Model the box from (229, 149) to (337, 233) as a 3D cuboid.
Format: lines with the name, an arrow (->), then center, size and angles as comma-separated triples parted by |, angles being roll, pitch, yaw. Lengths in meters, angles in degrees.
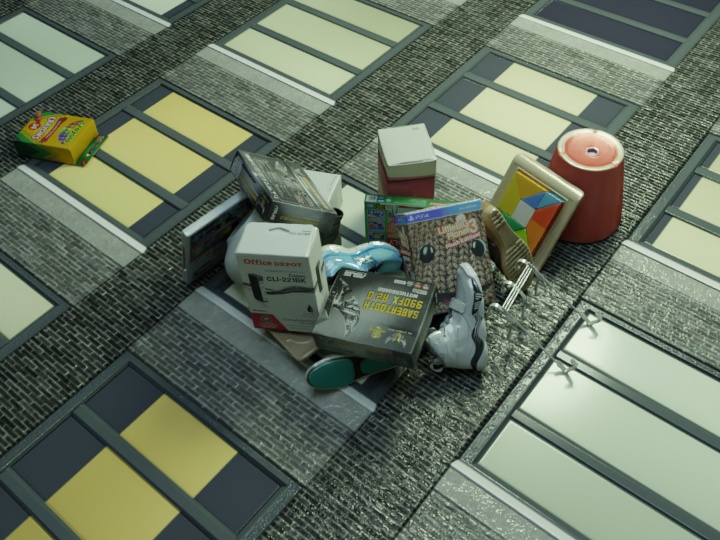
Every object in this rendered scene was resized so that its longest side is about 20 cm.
box -> -0.155, -0.159, 1.631 | 0.156, 0.049, 0.201 | 9, 31, -39

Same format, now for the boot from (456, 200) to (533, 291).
boot -> 0.277, -0.057, 1.708 | 0.072, 0.203, 0.166 | -31, 16, -12

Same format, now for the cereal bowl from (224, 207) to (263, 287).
cereal bowl -> -0.214, -0.068, 1.673 | 0.083, 0.199, 0.202 | 41, 50, -14

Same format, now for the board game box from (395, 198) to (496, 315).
board game box -> 0.167, -0.026, 1.608 | 0.156, 0.205, 0.097 | -12, 5, -8

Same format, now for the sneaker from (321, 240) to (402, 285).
sneaker -> 0.000, 0.000, 1.672 | 0.196, 0.079, 0.091 | -6, 49, -24

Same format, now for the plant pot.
plant pot -> 0.485, -0.192, 1.767 | 0.195, 0.180, 0.203 | -1, 47, 1

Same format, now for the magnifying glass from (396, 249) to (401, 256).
magnifying glass -> 0.112, -0.034, 1.720 | 0.195, 0.080, 0.023 | -1, 47, 17

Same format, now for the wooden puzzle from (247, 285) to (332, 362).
wooden puzzle -> -0.101, 0.088, 1.634 | 0.183, 0.047, 0.199 | -32, 48, -24

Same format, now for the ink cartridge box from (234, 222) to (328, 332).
ink cartridge box -> -0.142, 0.015, 1.534 | 0.141, 0.203, 0.085 | 3, 43, 11

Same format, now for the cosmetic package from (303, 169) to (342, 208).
cosmetic package -> -0.147, -0.166, 1.843 | 0.195, 0.086, 0.109 | 8, 45, 12

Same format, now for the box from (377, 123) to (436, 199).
box -> 0.098, -0.195, 1.775 | 0.106, 0.203, 0.129 | -8, 46, -6

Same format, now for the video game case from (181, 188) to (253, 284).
video game case -> -0.291, -0.078, 1.703 | 0.023, 0.183, 0.199 | 42, 60, 15

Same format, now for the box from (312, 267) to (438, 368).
box -> 0.029, 0.084, 1.507 | 0.196, 0.049, 0.160 | 10, 53, 21

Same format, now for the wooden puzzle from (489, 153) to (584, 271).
wooden puzzle -> 0.349, -0.122, 1.725 | 0.184, 0.203, 0.037 | 40, 18, 34

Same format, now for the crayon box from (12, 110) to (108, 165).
crayon box -> -0.752, -0.334, 2.055 | 0.195, 0.051, 0.128 | 10, 48, 12

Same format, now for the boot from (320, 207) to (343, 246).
boot -> -0.125, -0.059, 1.708 | 0.197, 0.132, 0.068 | -23, 50, -17

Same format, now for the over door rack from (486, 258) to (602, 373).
over door rack -> 0.350, 0.092, 1.578 | 0.199, 0.067, 0.148 | 37, 55, 4

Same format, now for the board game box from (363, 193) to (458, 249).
board game box -> 0.107, -0.094, 1.726 | 0.195, 0.136, 0.029 | 6, 44, 9

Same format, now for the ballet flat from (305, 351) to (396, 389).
ballet flat -> -0.015, 0.173, 1.543 | 0.196, 0.070, 0.070 | -14, 47, -15

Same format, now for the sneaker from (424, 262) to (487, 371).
sneaker -> 0.173, 0.092, 1.528 | 0.112, 0.205, 0.075 | -7, 2, -6
